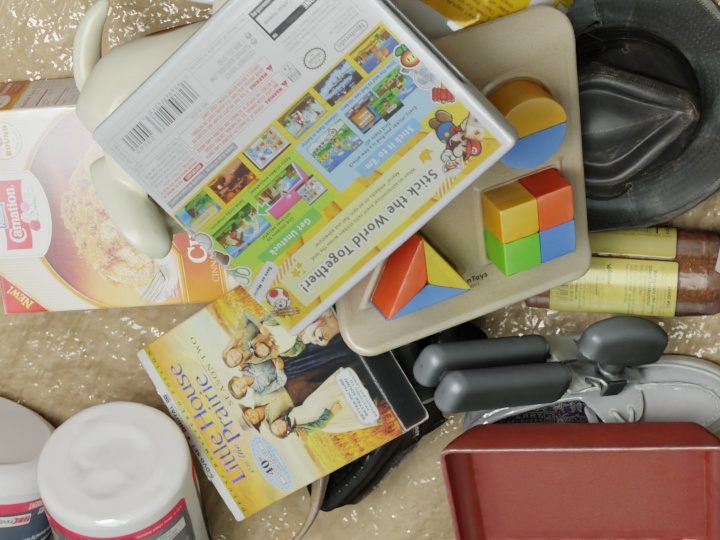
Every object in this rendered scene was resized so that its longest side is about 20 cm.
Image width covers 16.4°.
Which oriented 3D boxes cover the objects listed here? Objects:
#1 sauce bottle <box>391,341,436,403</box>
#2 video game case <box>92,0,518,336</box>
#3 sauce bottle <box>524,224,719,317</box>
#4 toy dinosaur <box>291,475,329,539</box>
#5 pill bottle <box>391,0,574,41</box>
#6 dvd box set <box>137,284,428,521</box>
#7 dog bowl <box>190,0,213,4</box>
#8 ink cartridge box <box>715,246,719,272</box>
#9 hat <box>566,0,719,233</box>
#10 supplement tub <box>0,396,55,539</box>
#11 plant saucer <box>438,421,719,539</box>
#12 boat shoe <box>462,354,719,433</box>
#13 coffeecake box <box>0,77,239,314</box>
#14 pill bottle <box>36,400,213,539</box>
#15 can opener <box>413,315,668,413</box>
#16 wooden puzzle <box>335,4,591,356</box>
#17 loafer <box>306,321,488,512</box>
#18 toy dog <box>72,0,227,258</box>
[{"bbox_3d":[0.000,0.000,1.718,0.065,0.065,0.200,-19,86,14],"label":"sauce bottle"},{"bbox_3d":[-0.035,-0.083,1.533,0.182,0.023,0.200,45,114,-8],"label":"video game case"},{"bbox_3d":[0.215,0.002,1.750,0.200,0.066,0.066,5,112,6],"label":"sauce bottle"},{"bbox_3d":[-0.025,0.108,1.789,0.060,0.106,0.200,1,83,-16],"label":"toy dinosaur"},{"bbox_3d":[0.083,-0.190,1.642,0.113,0.113,0.200,32,96,-6],"label":"pill bottle"},{"bbox_3d":[-0.058,0.078,1.726,0.200,0.029,0.146,-31,89,45],"label":"dvd box set"},{"bbox_3d":[-0.088,-0.283,1.669,0.200,0.079,0.200,2,111,6],"label":"dog bowl"},{"bbox_3d":[0.310,-0.043,1.681,0.116,0.068,0.200,12,94,-5],"label":"ink cartridge box"},{"bbox_3d":[0.174,-0.108,1.685,0.200,0.081,0.201,0,103,-1],"label":"hat"},{"bbox_3d":[-0.302,0.202,1.854,0.140,0.140,0.200,16,112,1],"label":"supplement tub"},{"bbox_3d":[0.164,0.162,1.790,0.200,0.037,0.200,-2,147,7],"label":"plant saucer"},{"bbox_3d":[0.171,0.105,1.794,0.200,0.069,0.072,0,111,8],"label":"boat shoe"},{"bbox_3d":[-0.160,-0.057,1.770,0.200,0.073,0.154,-4,111,9],"label":"coffeecake box"},{"bbox_3d":[-0.164,0.195,1.820,0.111,0.111,0.200,0,140,7],"label":"pill bottle"},{"bbox_3d":[0.124,0.059,1.721,0.053,0.200,0.066,51,131,33],"label":"can opener"},{"bbox_3d":[0.066,-0.052,1.607,0.185,0.046,0.200,-20,123,-16],"label":"wooden puzzle"},{"bbox_3d":[0.029,0.106,1.809,0.071,0.073,0.200,10,134,-37],"label":"loafer"},{"bbox_3d":[-0.079,-0.130,1.632,0.200,0.140,0.194,-42,65,24],"label":"toy dog"}]
